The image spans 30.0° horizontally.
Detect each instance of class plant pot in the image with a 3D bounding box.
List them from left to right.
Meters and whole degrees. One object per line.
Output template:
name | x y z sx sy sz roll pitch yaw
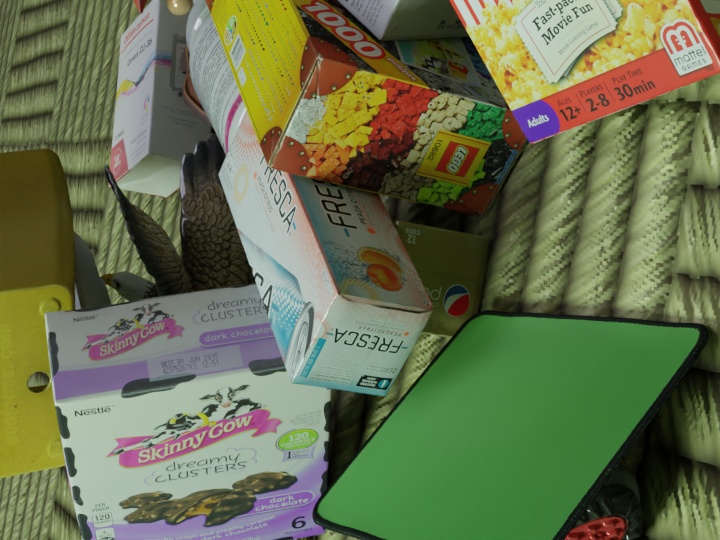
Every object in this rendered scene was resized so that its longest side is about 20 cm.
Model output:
plant pot | -0.283 0.046 0.936 0.176 0.198 0.203 41 133 55

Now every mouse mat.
mouse mat | 0.067 0.080 0.674 0.161 0.008 0.199 -48 21 -20

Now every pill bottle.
pill bottle | -0.064 -0.139 0.997 0.114 0.112 0.201 -66 30 25

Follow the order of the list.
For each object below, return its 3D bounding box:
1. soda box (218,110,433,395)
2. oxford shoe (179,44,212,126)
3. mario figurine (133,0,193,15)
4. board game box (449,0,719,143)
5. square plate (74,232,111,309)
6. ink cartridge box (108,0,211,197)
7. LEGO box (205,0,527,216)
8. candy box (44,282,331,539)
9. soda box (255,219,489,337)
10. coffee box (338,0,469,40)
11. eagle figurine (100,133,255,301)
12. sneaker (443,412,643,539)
soda box | -0.026 -0.021 0.789 0.069 0.063 0.201 -62 32 30
oxford shoe | -0.112 -0.173 1.152 0.072 0.071 0.201 -61 31 25
mario figurine | -0.097 -0.228 0.986 0.124 0.197 0.107 68 -168 -70
board game box | 0.092 -0.174 0.655 0.201 0.046 0.151 59 151 -8
square plate | -0.203 0.102 1.044 0.201 0.028 0.200 -115 25 -43
ink cartridge box | -0.191 -0.186 1.306 0.116 0.067 0.203 -24 60 58
LEGO box | 0.000 -0.134 0.832 0.078 0.147 0.201 -61 33 30
candy box | -0.106 0.103 0.864 0.201 0.165 0.072 93 164 -48
soda box | 0.000 0.000 0.873 0.199 0.067 0.065 7 88 63
coffee box | 0.003 -0.230 0.818 0.200 0.114 0.080 46 126 26
eagle figurine | -0.138 0.013 1.045 0.152 0.149 0.202 -110 32 -61
sneaker | 0.068 0.110 0.694 0.199 0.078 0.097 -28 54 57
